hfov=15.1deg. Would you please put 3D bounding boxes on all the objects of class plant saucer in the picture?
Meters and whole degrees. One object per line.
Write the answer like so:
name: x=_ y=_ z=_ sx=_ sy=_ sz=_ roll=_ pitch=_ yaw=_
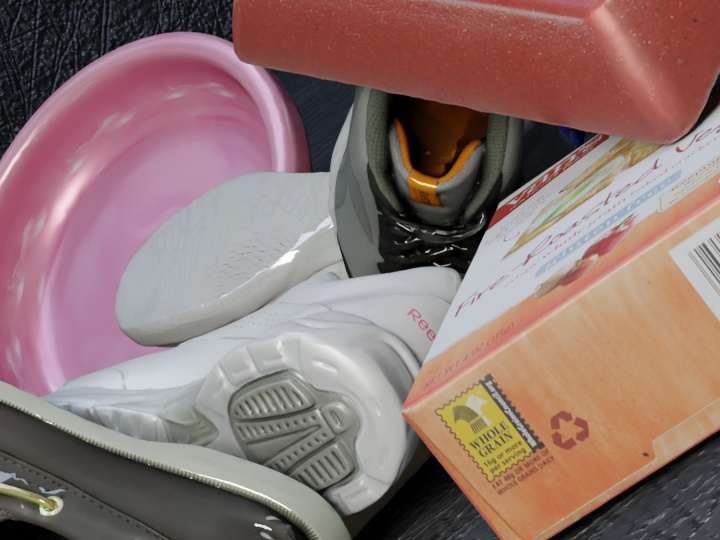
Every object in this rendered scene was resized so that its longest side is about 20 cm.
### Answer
plant saucer: x=0.056 y=-0.147 z=0.840 sx=0.200 sy=0.037 sz=0.200 roll=15 pitch=75 yaw=45
plant saucer: x=-0.093 y=-0.004 z=1.182 sx=0.200 sy=0.051 sz=0.201 roll=-21 pitch=56 yaw=34

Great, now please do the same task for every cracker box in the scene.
cracker box: x=0.094 y=-0.008 z=0.794 sx=0.134 sy=0.058 sz=0.200 roll=-35 pitch=8 yaw=19

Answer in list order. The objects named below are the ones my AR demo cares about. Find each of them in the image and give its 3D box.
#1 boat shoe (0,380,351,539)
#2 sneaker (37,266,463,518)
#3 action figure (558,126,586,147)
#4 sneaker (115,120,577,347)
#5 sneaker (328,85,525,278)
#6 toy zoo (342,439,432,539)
boat shoe: x=-0.105 y=0.080 z=0.836 sx=0.201 sy=0.072 sz=0.061 roll=11 pitch=41 yaw=19
sneaker: x=-0.034 y=0.048 z=0.901 sx=0.200 sy=0.078 sz=0.099 roll=-16 pitch=16 yaw=44
action figure: x=0.091 y=-0.097 z=1.177 sx=0.065 sy=0.099 sz=0.200 roll=-56 pitch=15 yaw=-16
sneaker: x=0.000 y=0.000 z=1.059 sx=0.200 sy=0.088 sz=0.075 roll=-21 pitch=40 yaw=24
sneaker: x=0.023 y=-0.031 z=0.937 sx=0.074 sy=0.200 sz=0.079 roll=2 pitch=47 yaw=4
toy zoo: x=-0.044 y=0.092 z=0.985 sx=0.131 sy=0.020 sz=0.200 roll=-44 pitch=10 yaw=-34
